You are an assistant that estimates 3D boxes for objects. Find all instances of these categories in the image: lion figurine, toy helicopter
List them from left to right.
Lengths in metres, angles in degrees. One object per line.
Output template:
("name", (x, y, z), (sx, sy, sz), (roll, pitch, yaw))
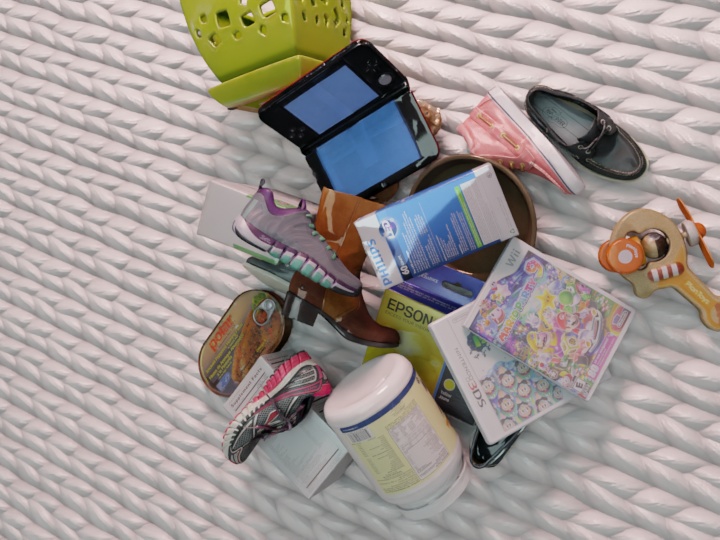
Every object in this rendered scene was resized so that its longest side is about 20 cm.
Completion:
("lion figurine", (0.041, -0.172, 1.151), (0.122, 0.072, 0.201), (22, 113, 8))
("toy helicopter", (0.424, -0.004, 0.997), (0.200, 0.079, 0.132), (44, 97, 5))

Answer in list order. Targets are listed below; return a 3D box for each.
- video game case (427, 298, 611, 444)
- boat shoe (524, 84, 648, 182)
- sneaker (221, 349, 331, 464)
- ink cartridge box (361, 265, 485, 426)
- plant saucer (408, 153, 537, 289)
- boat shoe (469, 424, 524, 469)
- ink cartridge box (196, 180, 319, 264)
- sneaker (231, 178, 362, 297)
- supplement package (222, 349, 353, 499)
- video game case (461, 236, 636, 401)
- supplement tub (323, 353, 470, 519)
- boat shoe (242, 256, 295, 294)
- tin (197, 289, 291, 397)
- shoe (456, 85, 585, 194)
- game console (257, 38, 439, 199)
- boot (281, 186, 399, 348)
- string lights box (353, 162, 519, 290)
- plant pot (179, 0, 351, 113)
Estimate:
("video game case", (0.220, 0.112, 1.040), (0.199, 0.024, 0.183), (-26, 85, -9))
("boat shoe", (0.307, -0.192, 1.034), (0.199, 0.066, 0.075), (46, 105, 16))
("sneaker", (-0.126, 0.210, 1.090), (0.075, 0.081, 0.200), (44, 105, 14))
("ink cartridge box", (0.115, 0.099, 1.115), (0.197, 0.047, 0.201), (22, 109, 22))
("plant saucer", (0.160, -0.071, 1.087), (0.199, 0.029, 0.202), (11, 113, 26))
("boat shoe", (0.214, 0.196, 1.077), (0.075, 0.062, 0.201), (36, 103, 19))
("ink cartridge box", (-0.128, -0.071, 1.144), (0.144, 0.200, 0.088), (20, 101, 20))
("sneaker", (-0.068, -0.040, 1.003), (0.199, 0.074, 0.088), (30, 90, -19))
("supplement package", (-0.095, 0.234, 1.180), (0.200, 0.109, 0.114), (43, 105, 16))
("video game case", (0.258, 0.066, 1.027), (0.199, 0.018, 0.144), (31, 84, 0))
("supplement tub", (0.055, 0.237, 1.073), (0.144, 0.145, 0.201), (-29, 104, 20))
("boat shoe", (-0.097, 0.008, 1.211), (0.199, 0.073, 0.062), (18, 73, 22))
("tin", (-0.194, 0.121, 1.260), (0.112, 0.042, 0.200), (41, 105, 13))
("shoe", (0.224, -0.163, 1.070), (0.091, 0.071, 0.201), (-43, 70, 19))
("game console", (-0.018, -0.198, 1.073), (0.199, 0.172, 0.119), (-28, 57, 25))
("boot", (0.000, 0.000, 1.096), (0.187, 0.068, 0.201), (21, 87, -5))
("string lights box", (0.102, -0.060, 1.025), (0.199, 0.059, 0.103), (-22, 97, 10))
("plant pot", (-0.128, -0.345, 1.142), (0.199, 0.199, 0.183), (-10, 90, 28))
